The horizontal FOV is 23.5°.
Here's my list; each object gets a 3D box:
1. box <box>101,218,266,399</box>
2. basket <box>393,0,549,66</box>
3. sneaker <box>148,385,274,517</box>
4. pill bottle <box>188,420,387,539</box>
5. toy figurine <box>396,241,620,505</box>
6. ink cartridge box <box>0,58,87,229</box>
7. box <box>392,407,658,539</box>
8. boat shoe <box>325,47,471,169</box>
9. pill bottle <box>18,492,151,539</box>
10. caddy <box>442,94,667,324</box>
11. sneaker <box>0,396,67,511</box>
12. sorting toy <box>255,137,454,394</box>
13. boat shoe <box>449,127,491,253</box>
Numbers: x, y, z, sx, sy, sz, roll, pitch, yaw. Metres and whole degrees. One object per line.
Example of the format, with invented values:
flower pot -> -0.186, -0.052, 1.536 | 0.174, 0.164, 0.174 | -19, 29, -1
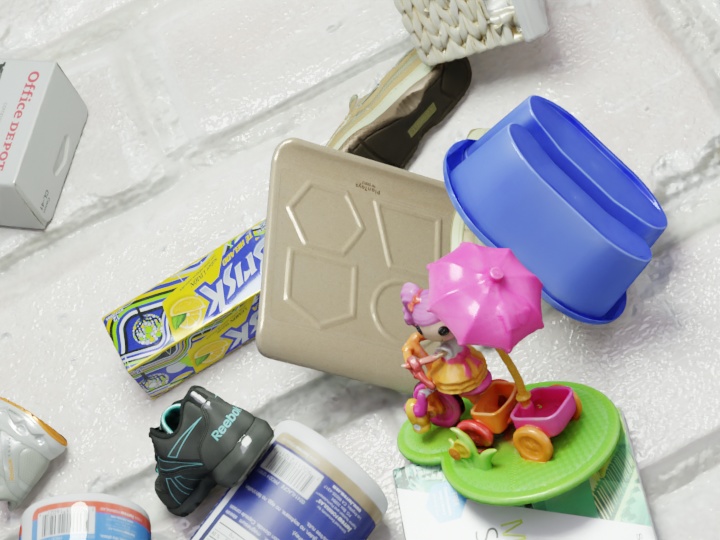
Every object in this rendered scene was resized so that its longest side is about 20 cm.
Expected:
box -> -0.124, 0.028, 1.537 | 0.199, 0.070, 0.065 | -32, 61, -2
basket -> 0.088, -0.297, 1.587 | 0.122, 0.136, 0.201 | -19, 35, 14
sneaker -> -0.135, 0.142, 1.414 | 0.079, 0.200, 0.076 | 39, 59, -6
pill bottle -> -0.078, 0.231, 1.385 | 0.115, 0.116, 0.201 | 31, 75, 29
toy figurine -> 0.090, 0.063, 1.360 | 0.198, 0.186, 0.150 | 4, 37, 38
ink cartridge box -> -0.388, -0.130, 1.696 | 0.198, 0.086, 0.149 | 4, 63, 20
box -> 0.133, 0.204, 1.383 | 0.198, 0.036, 0.146 | -16, 58, 6
boat shoe -> 0.015, -0.135, 1.595 | 0.200, 0.072, 0.076 | -43, 46, -20
pill bottle -> -0.224, 0.292, 1.397 | 0.111, 0.112, 0.202 | -9, 60, 11
caddy -> 0.157, -0.045, 1.433 | 0.200, 0.105, 0.141 | 43, 34, -2
sneaker -> -0.362, 0.144, 1.546 | 0.198, 0.076, 0.093 | 24, 75, 28
sorting toy -> 0.000, 0.000, 1.489 | 0.183, 0.036, 0.202 | 15, 62, -20
boat shoe -> 0.119, -0.039, 1.502 | 0.062, 0.073, 0.203 | -4, 54, 20
